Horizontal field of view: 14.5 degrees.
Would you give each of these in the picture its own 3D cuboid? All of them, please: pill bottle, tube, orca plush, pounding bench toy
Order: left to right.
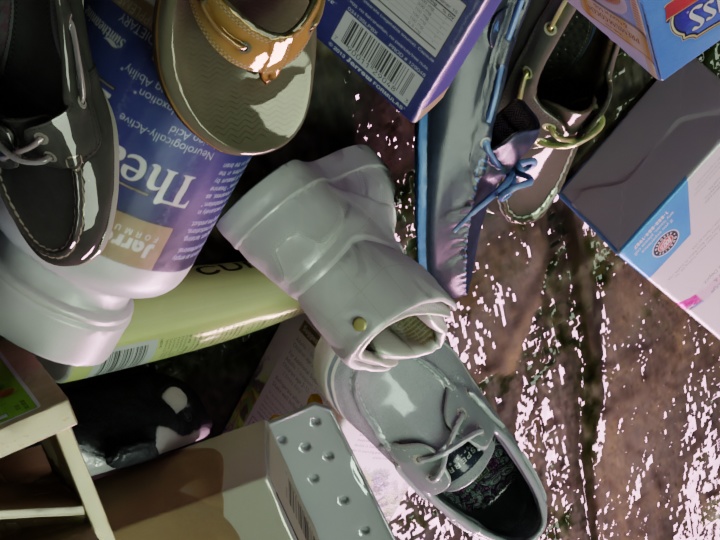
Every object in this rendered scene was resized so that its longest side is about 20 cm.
[{"bbox_3d":[-0.217,0.153,1.364,0.199,0.124,0.156,-24,109,-13],"label":"pounding bench toy"},{"bbox_3d":[-0.176,0.081,1.492,0.199,0.071,0.105,-17,180,-16],"label":"orca plush"},{"bbox_3d":[-0.113,-0.058,1.359,0.111,0.111,0.200,10,117,-45],"label":"pill bottle"},{"bbox_3d":[-0.079,0.017,1.505,0.199,0.058,0.052,-10,129,-32],"label":"tube"}]

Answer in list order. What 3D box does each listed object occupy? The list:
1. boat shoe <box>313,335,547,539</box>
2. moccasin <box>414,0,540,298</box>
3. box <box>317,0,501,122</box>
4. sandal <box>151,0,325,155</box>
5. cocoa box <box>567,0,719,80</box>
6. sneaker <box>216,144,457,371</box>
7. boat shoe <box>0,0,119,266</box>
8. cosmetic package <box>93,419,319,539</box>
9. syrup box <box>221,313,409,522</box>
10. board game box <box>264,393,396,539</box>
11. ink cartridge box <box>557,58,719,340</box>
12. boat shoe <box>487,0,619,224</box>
[{"bbox_3d":[0.047,0.088,1.533,0.070,0.072,0.201,-43,137,0],"label":"boat shoe"},{"bbox_3d":[0.063,-0.074,1.490,0.068,0.081,0.201,2,120,-1],"label":"moccasin"},{"bbox_3d":[0.022,-0.169,1.315,0.032,0.121,0.200,-42,171,-35],"label":"box"},{"bbox_3d":[-0.043,-0.130,1.236,0.080,0.054,0.201,-12,130,-26],"label":"sandal"},{"bbox_3d":[0.124,-0.216,1.351,0.133,0.200,0.131,-34,141,-11],"label":"cocoa box"},{"bbox_3d":[0.000,0.000,1.451,0.074,0.116,0.200,-43,175,16],"label":"sneaker"},{"bbox_3d":[-0.152,-0.098,1.276,0.057,0.067,0.201,-17,106,-59],"label":"boat shoe"},{"bbox_3d":[-0.123,0.167,1.505,0.199,0.071,0.105,-21,112,7],"label":"cosmetic package"},{"bbox_3d":[-0.031,0.118,1.612,0.079,0.081,0.200,8,117,-44],"label":"syrup box"},{"bbox_3d":[-0.069,0.187,1.568,0.199,0.026,0.200,-23,111,8],"label":"board game box"},{"bbox_3d":[0.218,-0.032,1.702,0.115,0.068,0.200,-48,141,5],"label":"ink cartridge box"},{"bbox_3d":[0.104,-0.103,1.546,0.072,0.060,0.202,-15,133,-31],"label":"boat shoe"}]
